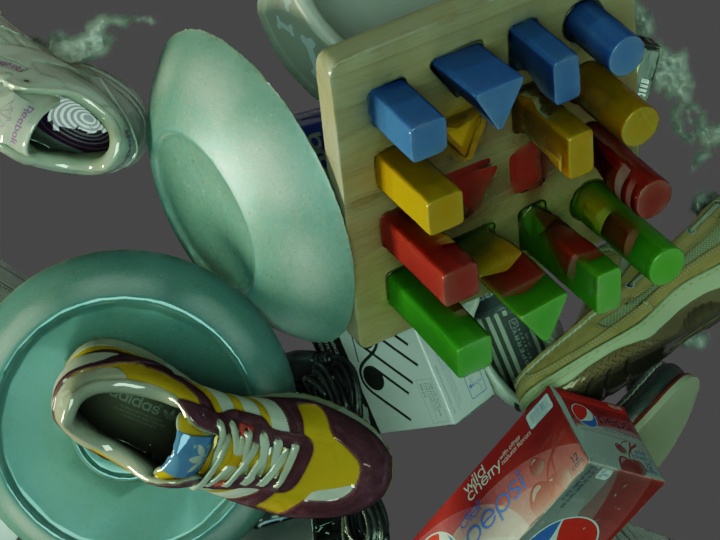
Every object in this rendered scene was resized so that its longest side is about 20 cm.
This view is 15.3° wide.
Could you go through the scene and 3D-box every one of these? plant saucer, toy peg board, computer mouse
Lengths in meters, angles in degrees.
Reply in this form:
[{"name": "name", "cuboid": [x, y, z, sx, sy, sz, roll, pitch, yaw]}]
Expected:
[{"name": "plant saucer", "cuboid": [-0.076, -0.041, 1.560, 0.039, 0.201, 0.202, -28, 102, -24]}, {"name": "plant saucer", "cuboid": [-0.135, 0.088, 1.557, 0.199, 0.027, 0.202, 0, 104, -1]}, {"name": "toy peg board", "cuboid": [0.092, -0.053, 1.501, 0.199, 0.098, 0.200, -24, 132, -21]}, {"name": "computer mouse", "cuboid": [-0.064, 0.126, 1.622, 0.046, 0.200, 0.141, 1, 74, -39]}]

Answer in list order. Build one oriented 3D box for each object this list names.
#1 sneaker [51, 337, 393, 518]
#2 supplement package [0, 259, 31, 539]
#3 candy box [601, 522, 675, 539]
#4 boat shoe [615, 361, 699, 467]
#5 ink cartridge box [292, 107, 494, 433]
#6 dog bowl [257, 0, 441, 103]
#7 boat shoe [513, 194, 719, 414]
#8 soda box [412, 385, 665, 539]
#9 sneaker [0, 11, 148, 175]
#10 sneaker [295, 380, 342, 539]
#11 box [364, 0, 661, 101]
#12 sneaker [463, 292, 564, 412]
[{"name": "sneaker", "cuboid": [-0.078, 0.100, 1.500, 0.199, 0.090, 0.075, 16, 104, -4]}, {"name": "supplement package", "cuboid": [-0.266, 0.066, 1.622, 0.199, 0.111, 0.156, 32, 99, -7]}, {"name": "candy box", "cuboid": [0.190, 0.230, 1.658, 0.199, 0.055, 0.116, 21, 101, -29]}, {"name": "boat shoe", "cuboid": [0.130, 0.129, 1.667, 0.200, 0.071, 0.063, -50, 60, 8]}, {"name": "ink cartridge box", "cuboid": [0.000, 0.000, 1.621, 0.094, 0.044, 0.201, -10, 107, 47]}, {"name": "dog bowl", "cuboid": [0.037, -0.181, 1.560, 0.199, 0.059, 0.201, 2, 76, -8]}, {"name": "boat shoe", "cuboid": [0.163, 0.019, 1.624, 0.199, 0.072, 0.076, -30, 76, -25]}, {"name": "soda box", "cuboid": [0.087, 0.163, 1.591, 0.070, 0.064, 0.200, 17, 124, -40]}, {"name": "sneaker", "cuboid": [-0.218, -0.114, 1.591, 0.199, 0.100, 0.075, 22, 103, -4]}, {"name": "sneaker", "cuboid": [-0.018, 0.165, 1.658, 0.075, 0.088, 0.201, -12, 102, 2]}, {"name": "box", "cuboid": [0.076, -0.125, 1.618, 0.199, 0.050, 0.076, 12, 101, -4]}, {"name": "sneaker", "cuboid": [0.077, -0.006, 1.632, 0.073, 0.071, 0.201, -29, 101, 5]}]
